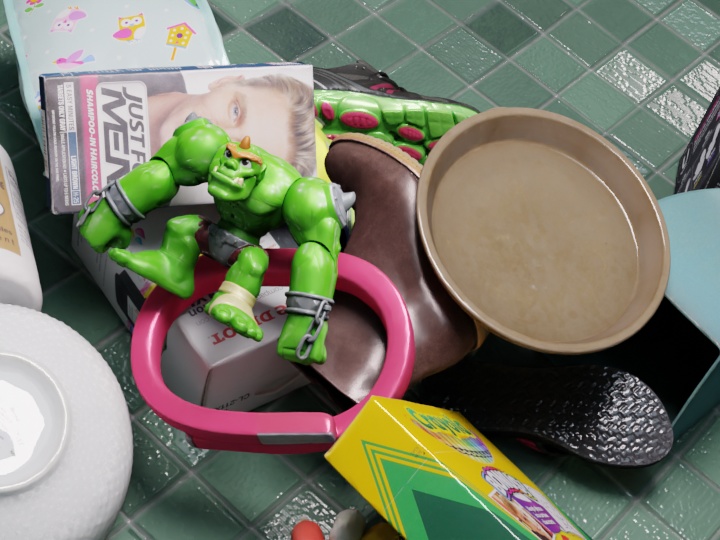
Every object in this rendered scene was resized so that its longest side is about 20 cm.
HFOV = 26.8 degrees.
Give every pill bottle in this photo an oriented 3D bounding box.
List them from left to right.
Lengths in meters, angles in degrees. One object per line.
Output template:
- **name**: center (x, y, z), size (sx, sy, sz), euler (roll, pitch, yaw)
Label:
- **pill bottle**: center (-0.310, -0.043, 1.130), size (0.113, 0.115, 0.202), euler (-7, 53, -20)

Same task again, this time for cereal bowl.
- **cereal bowl**: center (-0.244, 0.111, 1.006), size (0.197, 0.083, 0.203), euler (7, 66, -17)

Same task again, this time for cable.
- **cable**: center (-0.019, 0.199, 0.993), size (0.096, 0.200, 0.051), euler (2, 94, -1)

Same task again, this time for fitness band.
- **fitness band**: center (-0.061, 0.054, 1.044), size (0.197, 0.038, 0.145), euler (1, 61, 10)

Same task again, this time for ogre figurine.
- **ogre figurine**: center (-0.090, -0.030, 1.026), size (0.199, 0.098, 0.121), euler (25, 85, 38)

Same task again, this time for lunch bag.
- **lunch bag**: center (-0.191, -0.157, 1.221), size (0.168, 0.123, 0.201), euler (-17, 42, -8)

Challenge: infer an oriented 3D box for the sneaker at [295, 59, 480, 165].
- **sneaker**: center (0.022, -0.149, 1.337), size (0.197, 0.077, 0.085), euler (12, 50, -9)

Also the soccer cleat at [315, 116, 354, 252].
- **soccer cleat**: center (-0.050, -0.072, 1.261), size (0.083, 0.065, 0.200), euler (-28, 63, -30)

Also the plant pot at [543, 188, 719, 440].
- **plant pot**: center (0.272, 0.023, 1.227), size (0.199, 0.142, 0.141), euler (-26, 61, -37)

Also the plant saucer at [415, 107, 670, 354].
- **plant saucer**: center (0.131, -0.027, 1.097), size (0.197, 0.030, 0.203), euler (9, 60, -15)

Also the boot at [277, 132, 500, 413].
- **boot**: center (0.000, 0.000, 1.101), size (0.166, 0.073, 0.200), euler (-36, 67, -25)

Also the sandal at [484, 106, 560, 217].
- **sandal**: center (0.129, -0.061, 1.168), size (0.079, 0.054, 0.202), euler (2, 51, -14)

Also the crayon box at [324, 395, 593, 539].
- **crayon box**: center (0.084, 0.167, 1.022), size (0.172, 0.200, 0.058), euler (44, 97, 20)

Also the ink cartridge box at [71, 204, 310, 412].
- **ink cartridge box**: center (-0.112, 0.002, 1.169), size (0.145, 0.083, 0.201), euler (-23, 60, -30)

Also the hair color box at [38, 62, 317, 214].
- **hair color box**: center (-0.134, -0.100, 1.116), size (0.197, 0.102, 0.060), euler (-5, 10, -15)

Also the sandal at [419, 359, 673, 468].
- **sandal**: center (0.144, 0.108, 1.172), size (0.197, 0.045, 0.076), euler (9, 71, 11)

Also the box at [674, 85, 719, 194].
- **box**: center (0.391, -0.073, 1.338), size (0.197, 0.133, 0.116), euler (17, 50, -1)

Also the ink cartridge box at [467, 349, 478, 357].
- **ink cartridge box**: center (0.120, -0.035, 1.251), size (0.059, 0.104, 0.201), euler (28, 49, 8)
